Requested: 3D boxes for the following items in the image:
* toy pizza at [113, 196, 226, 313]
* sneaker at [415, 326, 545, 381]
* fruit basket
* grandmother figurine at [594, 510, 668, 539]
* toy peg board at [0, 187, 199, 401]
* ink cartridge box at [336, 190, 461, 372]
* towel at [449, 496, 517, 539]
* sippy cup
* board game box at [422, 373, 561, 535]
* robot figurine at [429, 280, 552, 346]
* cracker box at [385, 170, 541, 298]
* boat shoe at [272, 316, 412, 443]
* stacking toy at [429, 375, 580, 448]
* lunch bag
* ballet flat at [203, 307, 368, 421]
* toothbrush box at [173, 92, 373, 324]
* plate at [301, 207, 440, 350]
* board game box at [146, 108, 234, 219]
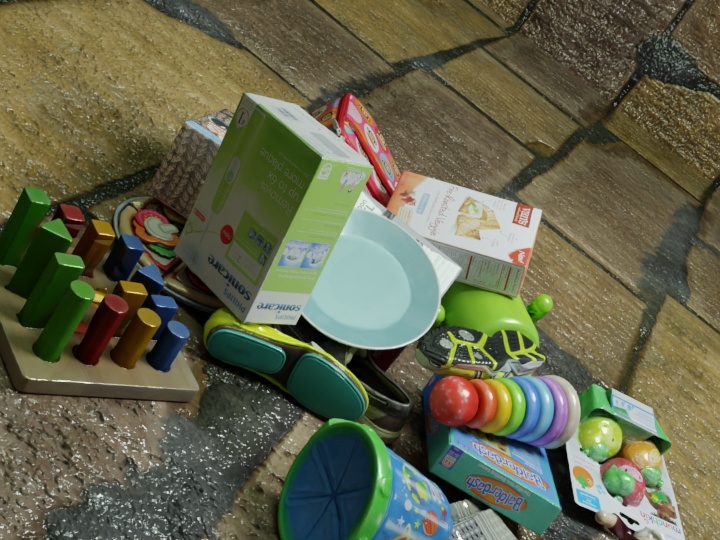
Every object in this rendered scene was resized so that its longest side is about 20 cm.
[{"bbox_3d":[-0.193,-0.026,1.440,0.199,0.032,0.201,29,26,-16],"label":"toy pizza"},{"bbox_3d":[0.136,0.116,1.450,0.199,0.077,0.076,9,31,-42],"label":"sneaker"},{"bbox_3d":[0.335,0.246,1.578,0.184,0.094,0.201,27,30,-20],"label":"fruit basket"},{"bbox_3d":[0.303,0.334,1.430,0.199,0.060,0.123,3,68,-54],"label":"grandmother figurine"},{"bbox_3d":[-0.256,0.018,1.207,0.198,0.098,0.201,10,36,-44],"label":"toy peg board"},{"bbox_3d":[0.000,0.000,1.517,0.199,0.084,0.146,38,55,2],"label":"ink cartridge box"},{"bbox_3d":[0.137,0.317,1.267,0.200,0.035,0.192,48,27,24],"label":"towel"},{"bbox_3d":[0.013,0.228,1.165,0.130,0.139,0.180,30,62,-36],"label":"sippy cup"},{"bbox_3d":[0.147,0.204,1.437,0.151,0.045,0.200,32,17,-10],"label":"board game box"},{"bbox_3d":[0.163,0.070,1.628,0.173,0.117,0.201,-6,40,-10],"label":"robot figurine"},{"bbox_3d":[0.129,-0.050,1.629,0.198,0.058,0.134,17,39,6],"label":"cracker box"},{"bbox_3d":[-0.016,0.105,1.400,0.200,0.065,0.073,43,27,16],"label":"boat shoe"},{"bbox_3d":[0.157,0.151,1.393,0.199,0.086,0.086,12,34,-42],"label":"stacking toy"},{"bbox_3d":[-0.004,-0.132,1.729,0.201,0.081,0.177,59,19,-23],"label":"lunch bag"},{"bbox_3d":[-0.078,0.094,1.343,0.199,0.067,0.067,27,23,-14],"label":"ballet flat"},{"bbox_3d":[-0.097,-0.065,1.332,0.086,0.201,0.145,3,30,-48],"label":"toothbrush box"},{"bbox_3d":[-0.002,0.012,1.433,0.198,0.026,0.202,11,51,-14],"label":"plate"},{"bbox_3d":[-0.147,-0.108,1.515,0.159,0.097,0.200,32,14,-1],"label":"board game box"}]
